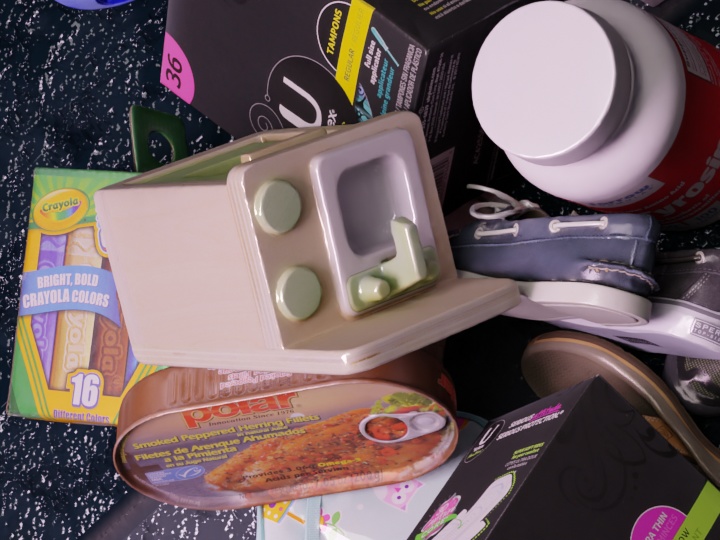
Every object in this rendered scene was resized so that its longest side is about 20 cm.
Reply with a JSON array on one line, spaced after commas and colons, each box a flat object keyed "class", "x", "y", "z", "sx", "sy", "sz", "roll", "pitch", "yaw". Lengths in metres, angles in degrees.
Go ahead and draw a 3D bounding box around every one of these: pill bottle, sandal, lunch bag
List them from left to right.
[{"class": "lunch bag", "x": 0.011, "y": 0.184, "z": 1.557, "sx": 0.159, "sy": 0.077, "sz": 0.201, "roll": -2, "pitch": 64, "yaw": 9}, {"class": "pill bottle", "x": 0.143, "y": -0.088, "z": 1.489, "sx": 0.112, "sy": 0.200, "sz": 0.113, "roll": -4, "pitch": 81, "yaw": 29}, {"class": "sandal", "x": 0.159, "y": 0.108, "z": 1.520, "sx": 0.054, "sy": 0.081, "sz": 0.200, "roll": -32, "pitch": 64, "yaw": -27}]

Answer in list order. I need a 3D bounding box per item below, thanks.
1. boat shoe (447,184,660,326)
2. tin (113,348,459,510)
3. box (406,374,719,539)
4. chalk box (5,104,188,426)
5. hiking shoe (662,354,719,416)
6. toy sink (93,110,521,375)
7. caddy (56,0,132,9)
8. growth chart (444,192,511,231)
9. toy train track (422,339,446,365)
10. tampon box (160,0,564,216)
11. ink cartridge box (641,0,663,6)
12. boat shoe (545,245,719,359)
[{"class": "boat shoe", "x": 0.093, "y": -0.009, "z": 1.485, "sx": 0.200, "sy": 0.075, "sz": 0.062, "roll": 4, "pitch": 76, "yaw": 60}, {"class": "tin", "x": -0.042, "y": 0.086, "z": 1.510, "sx": 0.199, "sy": 0.112, "sz": 0.042, "roll": -10, "pitch": 58, "yaw": 14}, {"class": "box", "x": 0.099, "y": 0.186, "z": 1.440, "sx": 0.200, "sy": 0.148, "sz": 0.124, "roll": -53, "pitch": 12, "yaw": -28}, {"class": "chalk box", "x": -0.128, "y": 0.000, "z": 1.674, "sx": 0.123, "sy": 0.125, "sz": 0.201, "roll": 5, "pitch": 87, "yaw": 30}, {"class": "hiking shoe", "x": 0.240, "y": 0.013, "z": 1.478, "sx": 0.200, "sy": 0.101, "sz": 0.076, "roll": -36, "pitch": 67, "yaw": 21}, {"class": "toy sink", "x": -0.031, "y": -0.018, "z": 1.460, "sx": 0.199, "sy": 0.130, "sz": 0.113, "roll": 1, "pitch": 109, "yaw": 52}, {"class": "caddy", "x": -0.136, "y": -0.255, "z": 1.705, "sx": 0.200, "sy": 0.141, "sz": 0.105, "roll": -47, "pitch": 59, "yaw": 17}, {"class": "growth chart", "x": 0.000, "y": 0.000, "z": 1.597, "sx": 0.145, "sy": 0.018, "sz": 0.200, "roll": 41, "pitch": 72, "yaw": 19}, {"class": "toy train track", "x": -0.010, "y": 0.088, "z": 1.649, "sx": 0.114, "sy": 0.032, "sz": 0.201, "roll": 5, "pitch": 87, "yaw": 30}, {"class": "tampon box", "x": -0.003, "y": -0.141, "z": 1.569, "sx": 0.200, "sy": 0.126, "sz": 0.150, "roll": 36, "pitch": 136, "yaw": 28}, {"class": "ink cartridge box", "x": 0.122, "y": -0.248, "z": 1.523, "sx": 0.086, "sy": 0.200, "sz": 0.147, "roll": -41, "pitch": 66, "yaw": 18}, {"class": "boat shoe", "x": 0.151, "y": 0.006, "z": 1.516, "sx": 0.200, "sy": 0.070, "sz": 0.067, "roll": 7, "pitch": 77, "yaw": 65}]
